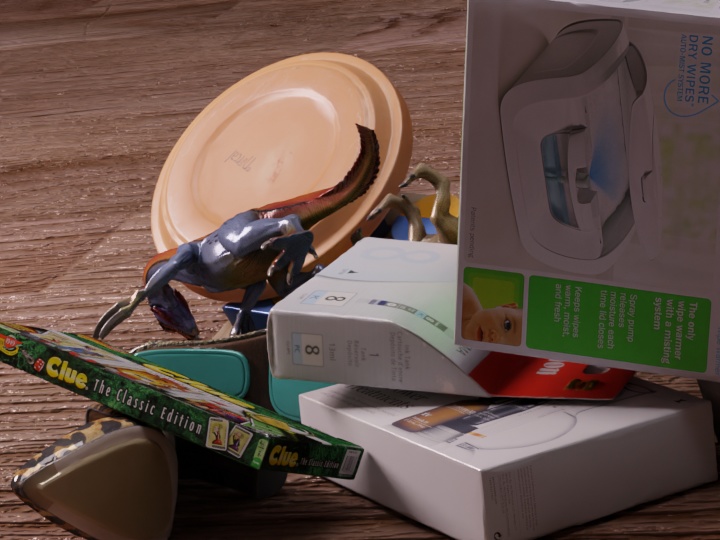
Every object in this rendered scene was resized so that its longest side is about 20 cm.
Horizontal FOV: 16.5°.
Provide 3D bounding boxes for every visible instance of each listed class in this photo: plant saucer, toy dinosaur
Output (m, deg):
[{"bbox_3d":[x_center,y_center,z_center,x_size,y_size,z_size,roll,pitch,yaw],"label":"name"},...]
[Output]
[{"bbox_3d":[-0.059,-0.069,1.698,0.200,0.032,0.200,-19,47,21],"label":"plant saucer"},{"bbox_3d":[-0.073,-0.002,1.606,0.200,0.105,0.181,-51,31,-12],"label":"toy dinosaur"},{"bbox_3d":[0.056,-0.016,1.592,0.200,0.101,0.058,-47,3,-22],"label":"toy dinosaur"}]

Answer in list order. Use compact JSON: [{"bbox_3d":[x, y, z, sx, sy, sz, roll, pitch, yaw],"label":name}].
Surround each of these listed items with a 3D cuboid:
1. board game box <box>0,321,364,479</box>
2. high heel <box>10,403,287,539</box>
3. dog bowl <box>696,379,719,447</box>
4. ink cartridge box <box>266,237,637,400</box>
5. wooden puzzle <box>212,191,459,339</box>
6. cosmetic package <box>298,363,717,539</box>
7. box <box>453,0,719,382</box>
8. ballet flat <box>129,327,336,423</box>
[{"bbox_3d":[-0.106,0.071,1.369,0.200,0.023,0.105,20,1,29],"label":"board game box"},{"bbox_3d":[-0.155,0.106,1.381,0.142,0.072,0.200,12,7,38],"label":"high heel"},{"bbox_3d":[0.283,0.065,1.365,0.200,0.059,0.200,-7,14,2],"label":"dog bowl"},{"bbox_3d":[0.067,0.027,1.428,0.200,0.047,0.160,3,16,20],"label":"ink cartridge box"},{"bbox_3d":[0.000,0.000,1.664,0.185,0.046,0.200,7,43,45],"label":"wooden puzzle"},{"bbox_3d":[0.078,0.092,1.381,0.151,0.052,0.200,-12,15,-28],"label":"cosmetic package"},{"bbox_3d":[0.150,-0.054,1.330,0.176,0.200,0.097,9,20,18],"label":"box"},{"bbox_3d":[-0.052,0.067,1.533,0.200,0.068,0.075,-2,-7,25],"label":"ballet flat"}]
